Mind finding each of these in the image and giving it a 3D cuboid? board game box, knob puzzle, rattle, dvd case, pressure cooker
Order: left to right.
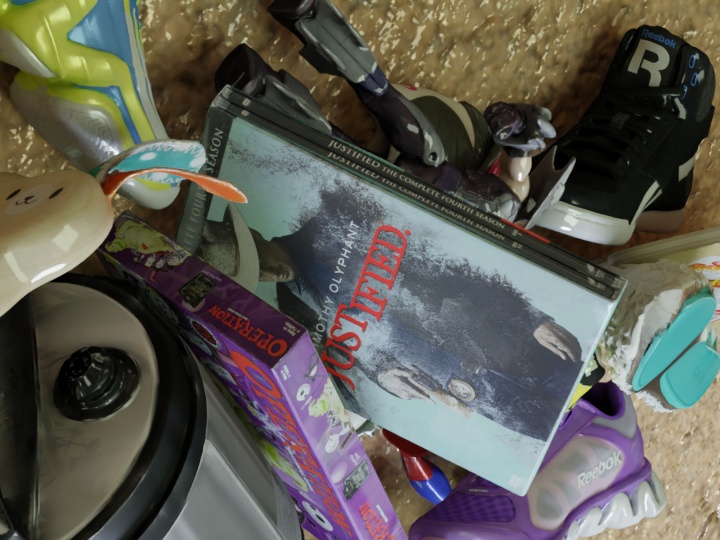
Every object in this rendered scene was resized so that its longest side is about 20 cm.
[{"bbox_3d":[-0.166,-0.046,0.930,0.199,0.130,0.143,-25,98,11],"label":"rattle"},{"bbox_3d":[-0.131,0.098,1.017,0.179,0.176,0.200,-50,142,-17],"label":"pressure cooker"},{"bbox_3d":[-0.046,0.063,1.084,0.032,0.120,0.200,-50,146,-19],"label":"board game box"},{"bbox_3d":[0.009,0.012,1.073,0.022,0.199,0.146,-56,171,-44],"label":"dvd case"},{"bbox_3d":[0.207,-0.007,1.314,0.219,0.219,0.031,9,66,-47],"label":"knob puzzle"}]

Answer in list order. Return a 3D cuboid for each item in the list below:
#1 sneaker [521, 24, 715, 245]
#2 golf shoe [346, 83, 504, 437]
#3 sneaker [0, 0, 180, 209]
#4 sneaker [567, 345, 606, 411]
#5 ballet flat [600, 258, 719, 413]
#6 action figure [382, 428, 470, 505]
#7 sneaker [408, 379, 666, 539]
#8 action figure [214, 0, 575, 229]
[{"bbox_3d":[0.135,-0.078,1.252,0.200,0.073,0.112,-9,116,-67],"label":"sneaker"},{"bbox_3d":[0.000,0.000,1.188,0.088,0.077,0.201,25,93,-27],"label":"golf shoe"},{"bbox_3d":[-0.111,-0.115,0.994,0.105,0.076,0.200,-50,137,-14],"label":"sneaker"},{"bbox_3d":[0.087,0.045,1.211,0.076,0.200,0.076,-17,102,5],"label":"sneaker"},{"bbox_3d":[0.150,0.031,1.243,0.072,0.072,0.200,-55,163,-7],"label":"ballet flat"},{"bbox_3d":[0.072,0.145,1.348,0.065,0.052,0.200,-49,140,-21],"label":"action figure"},{"bbox_3d":[0.092,0.109,1.268,0.200,0.080,0.089,-19,108,-50],"label":"sneaker"},{"bbox_3d":[0.022,-0.047,1.113,0.200,0.069,0.130,40,84,-21],"label":"action figure"}]
